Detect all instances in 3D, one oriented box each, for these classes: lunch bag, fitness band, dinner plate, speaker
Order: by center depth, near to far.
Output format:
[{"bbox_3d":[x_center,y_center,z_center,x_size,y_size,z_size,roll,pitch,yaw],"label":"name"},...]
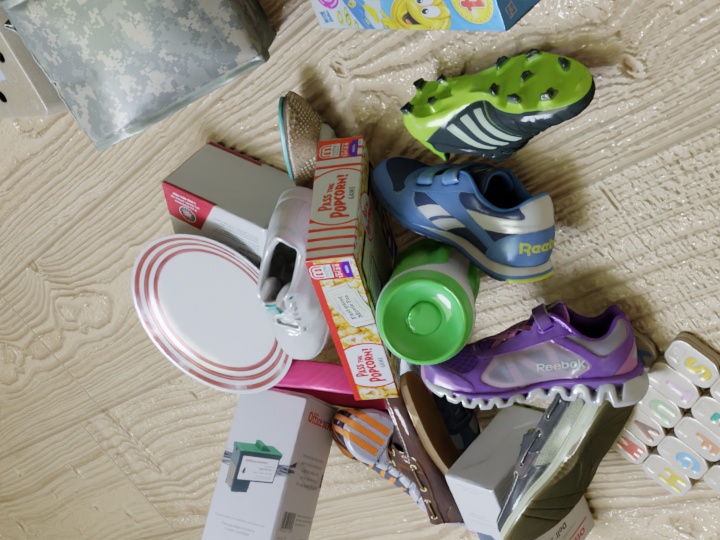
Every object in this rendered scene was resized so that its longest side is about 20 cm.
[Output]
[{"bbox_3d":[0.062,0.024,1.181,0.088,0.088,0.200,47,-169,-3],"label":"speaker"},{"bbox_3d":[-0.200,-0.220,1.197,0.200,0.118,0.164,-26,111,13],"label":"lunch bag"},{"bbox_3d":[-0.154,0.044,1.419,0.200,0.024,0.200,14,127,20],"label":"dinner plate"},{"bbox_3d":[-0.036,0.126,1.477,0.143,0.038,0.200,16,168,-37],"label":"fitness band"}]

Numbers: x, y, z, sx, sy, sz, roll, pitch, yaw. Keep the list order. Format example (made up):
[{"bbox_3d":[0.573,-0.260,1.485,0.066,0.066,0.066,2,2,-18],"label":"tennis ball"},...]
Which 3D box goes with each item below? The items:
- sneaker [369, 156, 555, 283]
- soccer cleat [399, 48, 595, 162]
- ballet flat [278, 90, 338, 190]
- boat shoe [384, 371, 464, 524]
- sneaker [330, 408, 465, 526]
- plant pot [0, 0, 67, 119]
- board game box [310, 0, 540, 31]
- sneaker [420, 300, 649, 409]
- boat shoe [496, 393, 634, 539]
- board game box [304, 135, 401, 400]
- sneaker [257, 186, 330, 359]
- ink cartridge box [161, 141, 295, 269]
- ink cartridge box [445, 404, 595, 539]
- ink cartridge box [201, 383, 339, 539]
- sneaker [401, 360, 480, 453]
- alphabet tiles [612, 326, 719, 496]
[{"bbox_3d":[0.091,-0.064,1.162,0.200,0.074,0.082,30,129,34],"label":"sneaker"},{"bbox_3d":[0.118,-0.126,1.076,0.200,0.068,0.081,-1,144,51],"label":"soccer cleat"},{"bbox_3d":[-0.036,-0.091,1.299,0.065,0.071,0.200,4,139,11],"label":"ballet flat"},{"bbox_3d":[0.062,0.189,1.366,0.070,0.070,0.200,-18,121,18],"label":"boat shoe"},{"bbox_3d":[0.051,0.214,1.536,0.200,0.078,0.112,40,171,-14],"label":"sneaker"},{"bbox_3d":[-0.309,-0.251,1.307,0.200,0.177,0.200,5,131,47],"label":"plant pot"},{"bbox_3d":[0.021,-0.280,1.008,0.196,0.056,0.200,10,134,43],"label":"board game box"},{"bbox_3d":[0.152,0.068,1.174,0.200,0.081,0.089,-2,114,3],"label":"sneaker"},{"bbox_3d":[0.184,0.171,1.263,0.066,0.072,0.201,52,124,39],"label":"boat shoe"},{"bbox_3d":[0.000,0.000,1.245,0.046,0.152,0.200,-6,137,12],"label":"board game box"},{"bbox_3d":[-0.071,0.021,1.285,0.075,0.089,0.200,11,131,13],"label":"sneaker"},{"bbox_3d":[-0.118,-0.019,1.440,0.144,0.084,0.200,25,142,28],"label":"ink cartridge box"},{"bbox_3d":[0.173,0.252,1.382,0.067,0.117,0.200,11,135,44],"label":"ink cartridge box"},{"bbox_3d":[-0.099,0.236,1.501,0.084,0.200,0.146,11,170,15],"label":"ink cartridge box"},{"bbox_3d":[0.079,0.118,1.383,0.082,0.070,0.200,-5,125,53],"label":"sneaker"},{"bbox_3d":[0.289,0.134,1.212,0.196,0.015,0.200,38,147,11],"label":"alphabet tiles"}]
